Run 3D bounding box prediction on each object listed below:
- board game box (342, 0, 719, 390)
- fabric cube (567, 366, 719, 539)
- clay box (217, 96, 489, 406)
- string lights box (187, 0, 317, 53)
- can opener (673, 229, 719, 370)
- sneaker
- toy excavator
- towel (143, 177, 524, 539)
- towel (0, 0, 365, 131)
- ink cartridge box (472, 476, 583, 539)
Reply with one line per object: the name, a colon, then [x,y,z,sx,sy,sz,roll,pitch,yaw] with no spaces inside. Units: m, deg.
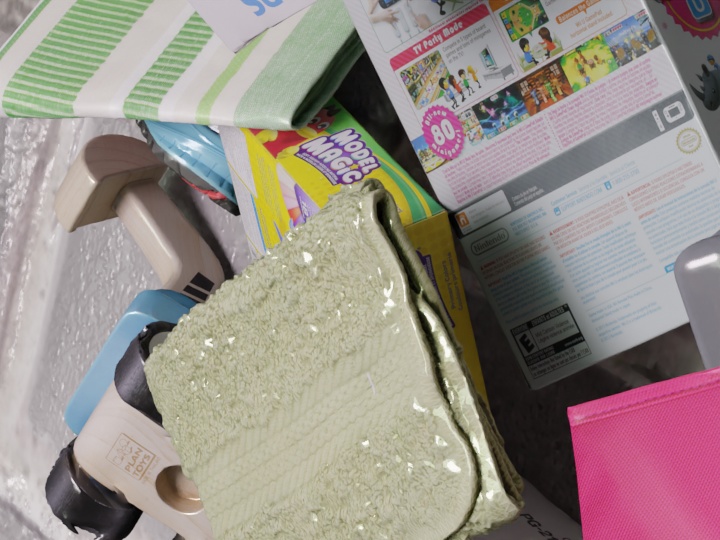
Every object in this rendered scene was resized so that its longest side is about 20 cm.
board game box: [0.086,-0.072,1.179,0.147,0.064,0.201,-26,89,47]
fabric cube: [0.206,0.127,0.954,0.200,0.195,0.201,-20,70,51]
clay box: [0.000,0.000,1.284,0.200,0.047,0.115,47,155,54]
string lights box: [0.015,-0.176,1.132,0.059,0.200,0.103,49,146,-13]
can opener: [0.153,0.083,1.092,0.066,0.053,0.201,-12,97,32]
sneaker: [-0.069,-0.111,1.447,0.095,0.079,0.200,-43,45,9]
toy excavator: [-0.082,0.038,1.419,0.194,0.200,0.100,33,121,-1]
towel: [-0.017,0.061,1.200,0.200,0.036,0.149,-37,73,52]
towel: [-0.070,-0.115,1.360,0.199,0.153,0.023,5,135,37]
ink cartridge box: [0.011,0.179,1.289,0.145,0.084,0.201,38,117,46]
